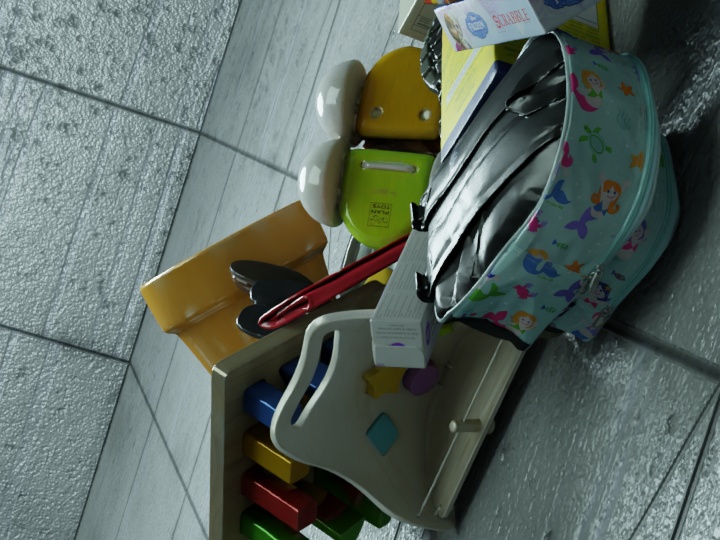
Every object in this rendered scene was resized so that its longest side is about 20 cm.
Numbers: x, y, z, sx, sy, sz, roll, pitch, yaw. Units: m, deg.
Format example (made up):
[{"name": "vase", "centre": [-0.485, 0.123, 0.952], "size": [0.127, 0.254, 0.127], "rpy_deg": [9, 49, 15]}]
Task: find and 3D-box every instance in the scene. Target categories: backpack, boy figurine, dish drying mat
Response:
[{"name": "backpack", "centre": [0.136, -0.059, 1.138], "size": [0.179, 0.149, 0.201], "rpy_deg": [-90, 19, -45]}, {"name": "boy figurine", "centre": [-0.064, 0.096, 1.506], "size": [0.201, 0.064, 0.125], "rpy_deg": [84, -159, -48]}, {"name": "dish drying mat", "centre": [0.000, 0.000, 1.403], "size": [0.199, 0.018, 0.077], "rpy_deg": [-29, -2, -44]}]

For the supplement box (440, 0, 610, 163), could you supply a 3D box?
[{"name": "supplement box", "centre": [0.135, -0.176, 1.351], "size": [0.110, 0.108, 0.201], "rpy_deg": [122, 160, -44]}]

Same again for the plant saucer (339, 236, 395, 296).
[{"name": "plant saucer", "centre": [0.019, -0.007, 1.708], "size": [0.200, 0.050, 0.202], "rpy_deg": [-163, 90, -76]}]

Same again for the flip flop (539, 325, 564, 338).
[{"name": "flip flop", "centre": [0.121, -0.010, 1.292], "size": [0.201, 0.080, 0.058], "rpy_deg": [-100, 33, -49]}]

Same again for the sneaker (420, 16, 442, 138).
[{"name": "sneaker", "centre": [0.106, -0.166, 1.467], "size": [0.075, 0.079, 0.201], "rpy_deg": [-46, 36, 38]}]

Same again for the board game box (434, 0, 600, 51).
[{"name": "board game box", "centre": [0.170, -0.229, 1.180], "size": [0.198, 0.041, 0.200], "rpy_deg": [-32, 11, -11]}]

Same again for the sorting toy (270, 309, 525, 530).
[{"name": "sorting toy", "centre": [0.022, 0.094, 1.298], "size": [0.107, 0.179, 0.201], "rpy_deg": [51, 124, 49]}]

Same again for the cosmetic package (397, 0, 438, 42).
[{"name": "cosmetic package", "centre": [0.121, -0.302, 1.556], "size": [0.200, 0.103, 0.074], "rpy_deg": [124, 159, -44]}]

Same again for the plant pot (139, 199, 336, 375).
[{"name": "plant pot", "centre": [-0.101, 0.052, 1.697], "size": [0.185, 0.199, 0.200], "rpy_deg": [62, 161, -1]}]

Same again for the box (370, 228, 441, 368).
[{"name": "box", "centre": [0.048, 0.009, 1.237], "size": [0.200, 0.041, 0.039], "rpy_deg": [-65, -28, -61]}]

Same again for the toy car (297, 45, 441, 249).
[{"name": "toy car", "centre": [0.044, -0.104, 1.569], "size": [0.150, 0.173, 0.202], "rpy_deg": [54, -136, -64]}]

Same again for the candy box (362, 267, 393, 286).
[{"name": "candy box", "centre": [-0.014, 0.101, 1.485], "size": [0.026, 0.102, 0.201], "rpy_deg": [23, 70, 34]}]

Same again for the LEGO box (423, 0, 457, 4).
[{"name": "LEGO box", "centre": [0.124, -0.276, 1.188], "size": [0.199, 0.078, 0.149], "rpy_deg": [-30, 11, 1]}]

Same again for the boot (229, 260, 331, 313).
[{"name": "boot", "centre": [-0.076, 0.109, 1.600], "size": [0.201, 0.185, 0.064], "rpy_deg": [-65, -3, 22]}]

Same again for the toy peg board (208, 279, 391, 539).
[{"name": "toy peg board", "centre": [-0.024, 0.145, 1.384], "size": [0.097, 0.199, 0.201], "rpy_deg": [28, 128, 33]}]
